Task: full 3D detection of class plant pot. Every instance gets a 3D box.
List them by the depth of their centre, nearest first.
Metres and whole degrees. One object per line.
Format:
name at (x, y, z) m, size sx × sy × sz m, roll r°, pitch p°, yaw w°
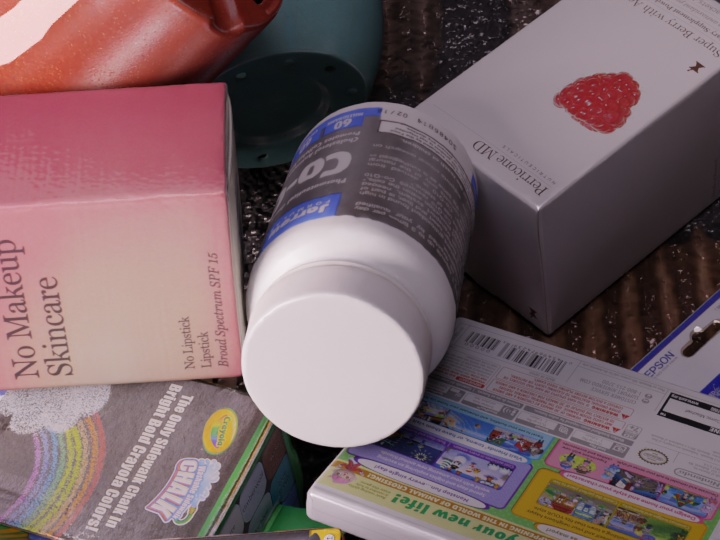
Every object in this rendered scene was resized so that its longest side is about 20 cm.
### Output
plant pot at (-0.160, -0.150, 1.076) m, size 0.195 × 0.200 × 0.201 m, roll -35°, pitch 39°, yaw 32°
plant pot at (-0.075, -0.167, 1.238) m, size 0.200 × 0.201 × 0.161 m, roll -15°, pitch 61°, yaw -3°

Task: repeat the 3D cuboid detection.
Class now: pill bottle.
pill bottle at (0.000, 0.000, 1.017) m, size 0.113 × 0.114 × 0.200 m, roll 0°, pitch 31°, yaw 10°

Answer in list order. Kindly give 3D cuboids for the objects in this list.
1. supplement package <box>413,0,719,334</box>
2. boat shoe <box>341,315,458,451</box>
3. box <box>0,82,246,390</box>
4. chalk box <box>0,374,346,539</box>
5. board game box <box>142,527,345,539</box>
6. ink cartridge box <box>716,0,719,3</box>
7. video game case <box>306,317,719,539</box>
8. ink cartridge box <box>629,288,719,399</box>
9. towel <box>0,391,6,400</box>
supplement package at (0.143, -0.082, 1.166) m, size 0.200 × 0.120 × 0.121 m, roll -38°, pitch 54°, yaw -21°
boat shoe at (0.007, 0.074, 1.093) m, size 0.071 × 0.076 × 0.200 m, roll 1°, pitch 40°, yaw 15°
box at (-0.163, -0.016, 1.002) m, size 0.199 × 0.128 × 0.109 m, roll -4°, pitch 39°, yaw -1°
chalk box at (-0.105, 0.140, 1.018) m, size 0.199 × 0.124 × 0.125 m, roll 15°, pitch 52°, yaw 20°
board game box at (-0.075, 0.204, 0.905) m, size 0.165 × 0.200 × 0.057 m, roll -6°, pitch 50°, yaw 6°
ink cartridge box at (0.222, -0.288, 1.277) m, size 0.083 × 0.200 × 0.147 m, roll 17°, pitch 54°, yaw 24°
video game case at (0.101, 0.104, 0.974) m, size 0.199 × 0.022 × 0.182 m, roll 18°, pitch 36°, yaw 22°
ink cartridge box at (0.256, 0.091, 1.051) m, size 0.099 × 0.039 × 0.200 m, roll -38°, pitch 55°, yaw -21°
towel at (-0.258, 0.134, 1.110) m, size 0.144 × 0.024 × 0.200 m, roll 11°, pitch 54°, yaw 25°
